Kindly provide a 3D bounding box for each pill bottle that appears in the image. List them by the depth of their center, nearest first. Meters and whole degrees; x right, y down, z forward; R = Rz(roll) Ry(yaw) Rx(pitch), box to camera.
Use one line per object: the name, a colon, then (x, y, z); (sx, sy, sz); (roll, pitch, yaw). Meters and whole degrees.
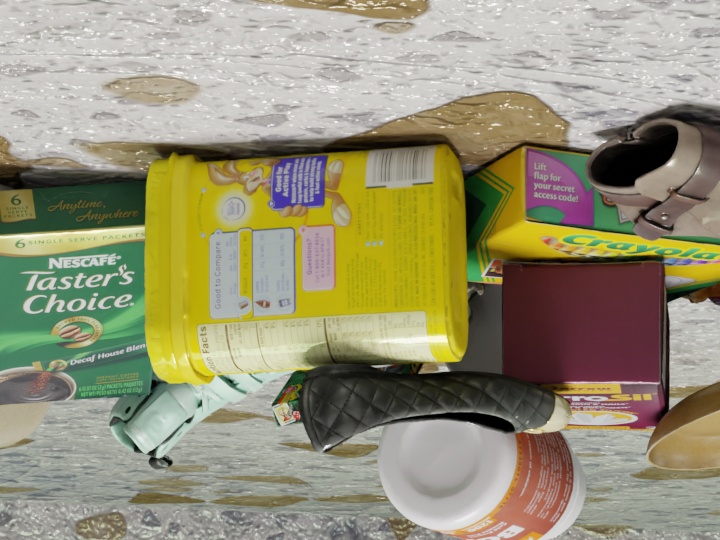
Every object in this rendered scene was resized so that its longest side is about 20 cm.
pill bottle: (0.101, 0.155, 1.887); (0.111, 0.113, 0.200); (-5, 166, 25)
pill bottle: (0.161, 0.060, 1.972); (0.112, 0.113, 0.199); (-8, 165, 36)

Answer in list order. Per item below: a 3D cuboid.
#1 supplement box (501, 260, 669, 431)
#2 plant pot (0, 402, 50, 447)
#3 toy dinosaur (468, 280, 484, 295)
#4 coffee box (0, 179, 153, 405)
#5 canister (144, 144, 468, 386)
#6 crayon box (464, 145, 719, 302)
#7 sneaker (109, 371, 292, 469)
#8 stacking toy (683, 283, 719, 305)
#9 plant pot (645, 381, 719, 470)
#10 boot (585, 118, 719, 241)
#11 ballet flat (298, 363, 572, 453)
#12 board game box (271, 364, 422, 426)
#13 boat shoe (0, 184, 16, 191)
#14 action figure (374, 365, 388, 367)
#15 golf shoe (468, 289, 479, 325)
supplement box: (0.161, 0.056, 1.721); (0.109, 0.086, 0.200); (0, 167, 9)
plant pot: (-0.354, 0.081, 1.994); (0.199, 0.202, 0.183); (-7, 177, 35)
toy dinosaur: (0.043, 0.012, 1.787); (0.199, 0.077, 0.102); (-35, -172, 6)
coffee box: (-0.204, 0.019, 1.732); (0.122, 0.044, 0.201); (-3, 141, -13)
canister: (-0.034, -0.005, 1.595); (0.198, 0.150, 0.087); (-3, 167, 13)
crayon box: (0.165, -0.028, 1.680); (0.199, 0.059, 0.172); (6, 167, -21)
sneaker: (-0.114, 0.088, 1.822); (0.074, 0.118, 0.200); (45, 148, -14)
stacking toy: (0.316, 0.012, 1.767); (0.199, 0.111, 0.116); (2, 169, 20)
plant pot: (0.295, 0.097, 1.730); (0.199, 0.028, 0.200); (-12, 162, -4)
boot: (0.244, -0.060, 1.519); (0.146, 0.071, 0.199); (20, 152, -35)
ballet flat: (0.048, 0.095, 1.593); (0.199, 0.057, 0.066); (4, 164, -26)
board game box: (0.005, 0.066, 1.943); (0.104, 0.024, 0.200); (-13, -162, 20)
boat shoe: (-0.241, -0.010, 1.777); (0.071, 0.068, 0.200); (-19, 143, 7)
action figure: (0.000, 0.000, 1.685); (0.199, 0.131, 0.069); (6, 172, 45)
golf shoe: (-0.007, 0.009, 1.899); (0.199, 0.079, 0.097); (-10, 145, 30)
